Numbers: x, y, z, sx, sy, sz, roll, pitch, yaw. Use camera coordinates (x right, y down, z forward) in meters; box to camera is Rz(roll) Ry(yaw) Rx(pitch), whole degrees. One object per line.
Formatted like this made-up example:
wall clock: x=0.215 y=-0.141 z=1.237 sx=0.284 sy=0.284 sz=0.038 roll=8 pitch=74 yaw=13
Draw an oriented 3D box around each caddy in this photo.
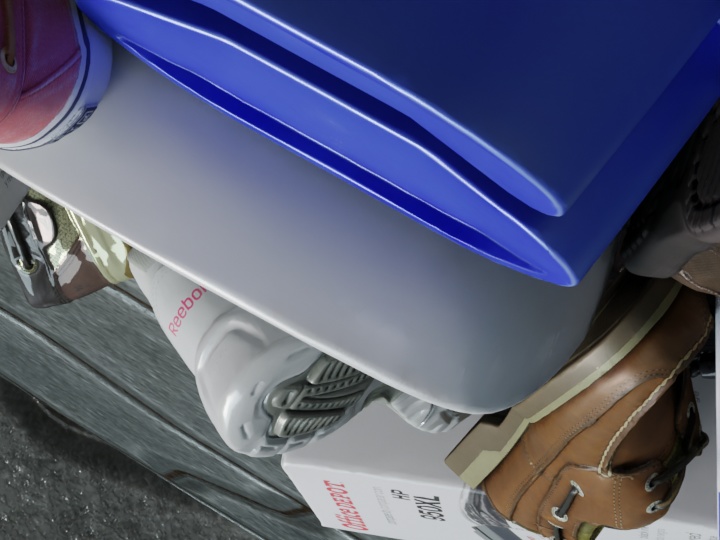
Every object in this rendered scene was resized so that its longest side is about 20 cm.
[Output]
caddy: x=0.011 y=-0.086 z=0.691 sx=0.200 sy=0.105 sz=0.141 roll=29 pitch=170 yaw=14

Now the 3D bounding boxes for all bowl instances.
bowl: x=-0.006 y=-0.049 z=0.841 sx=0.200 sy=0.075 sz=0.200 roll=30 pitch=-159 yaw=7

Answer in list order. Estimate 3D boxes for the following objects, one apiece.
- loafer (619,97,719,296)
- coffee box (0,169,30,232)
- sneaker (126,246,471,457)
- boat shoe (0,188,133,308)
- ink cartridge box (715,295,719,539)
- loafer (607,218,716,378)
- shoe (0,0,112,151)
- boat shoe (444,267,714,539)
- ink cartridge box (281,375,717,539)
loafer: x=0.130 y=-0.028 z=0.764 sx=0.071 sy=0.073 sz=0.200 roll=21 pitch=174 yaw=-3
coffee box: x=-0.193 y=-0.092 z=0.830 sx=0.114 sy=0.080 sz=0.200 roll=-14 pitch=118 yaw=26
sneaker: x=0.000 y=0.000 z=0.918 sx=0.099 sy=0.078 sz=0.200 roll=50 pitch=-156 yaw=23
boat shoe: x=-0.158 y=-0.073 z=1.116 sx=0.201 sy=0.066 sz=0.072 roll=60 pitch=-177 yaw=-14
ink cartridge box: x=0.173 y=0.071 z=0.929 sx=0.094 sy=0.044 sz=0.200 roll=21 pitch=144 yaw=24
loafer: x=0.102 y=0.014 z=1.005 sx=0.200 sy=0.063 sz=0.072 roll=22 pitch=167 yaw=38
shoe: x=-0.134 y=-0.128 z=0.733 sx=0.091 sy=0.071 sz=0.200 roll=-2 pitch=-110 yaw=-68
boat shoe: x=0.091 y=0.050 z=0.942 sx=0.068 sy=0.072 sz=0.200 roll=42 pitch=163 yaw=3
ink cartridge box: x=0.077 y=0.070 z=1.114 sx=0.199 sy=0.084 sz=0.145 roll=8 pitch=165 yaw=8
